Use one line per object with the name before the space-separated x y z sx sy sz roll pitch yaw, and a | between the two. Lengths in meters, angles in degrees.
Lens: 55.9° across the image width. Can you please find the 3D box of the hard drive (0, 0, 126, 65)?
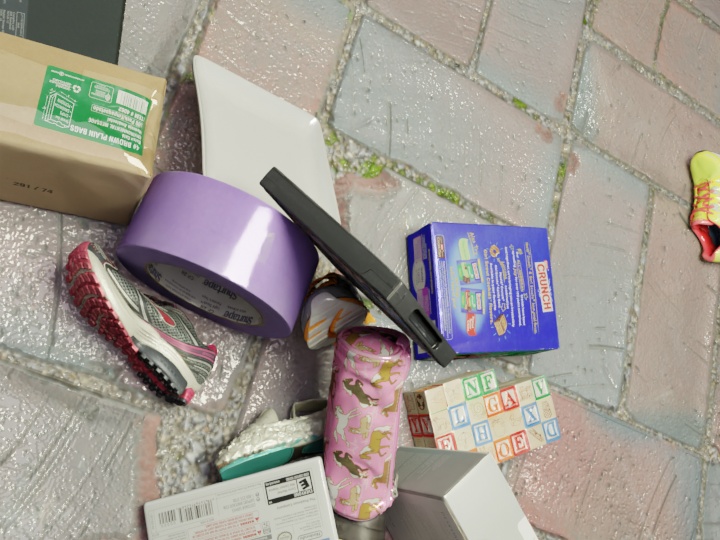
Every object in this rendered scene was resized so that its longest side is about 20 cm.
hard drive | -0.353 -0.271 0.715 0.195 0.033 0.143 7 115 -25

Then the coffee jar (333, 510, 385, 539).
coffee jar | -0.034 0.360 0.748 0.101 0.086 0.205 7 72 14

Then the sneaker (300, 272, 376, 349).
sneaker | -0.034 0.040 0.780 0.077 0.200 0.079 -28 79 1

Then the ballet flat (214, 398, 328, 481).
ballet flat | -0.081 0.189 0.791 0.195 0.071 0.074 -7 82 -29

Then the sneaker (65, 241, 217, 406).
sneaker | -0.235 0.051 0.726 0.075 0.079 0.202 -52 121 -36

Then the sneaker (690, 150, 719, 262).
sneaker | 0.609 -0.108 1.176 0.088 0.078 0.205 -12 83 -20

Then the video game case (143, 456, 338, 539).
video game case | -0.116 0.311 0.705 0.194 0.022 0.187 -14 76 -2

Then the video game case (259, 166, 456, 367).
video game case | 0.000 0.000 0.680 0.026 0.181 0.200 -45 56 -3

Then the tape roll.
tape roll | -0.147 -0.011 0.713 0.197 0.199 0.087 29 68 -18

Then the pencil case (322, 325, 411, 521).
pencil case | 0.006 0.161 0.733 0.084 0.083 0.206 -1 107 -19

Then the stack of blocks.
stack of blocks | 0.164 0.193 0.904 0.195 0.058 0.118 -11 84 -27

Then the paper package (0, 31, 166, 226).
paper package | -0.307 -0.132 0.663 0.195 0.190 0.107 12 75 -24

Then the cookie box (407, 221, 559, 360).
cookie box | 0.169 0.030 0.930 0.195 0.075 0.176 2 79 -25

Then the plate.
plate | -0.113 -0.133 0.796 0.197 0.032 0.204 18 49 -42

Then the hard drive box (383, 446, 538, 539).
hard drive box | 0.104 0.292 0.776 0.076 0.199 0.158 -31 94 -27
